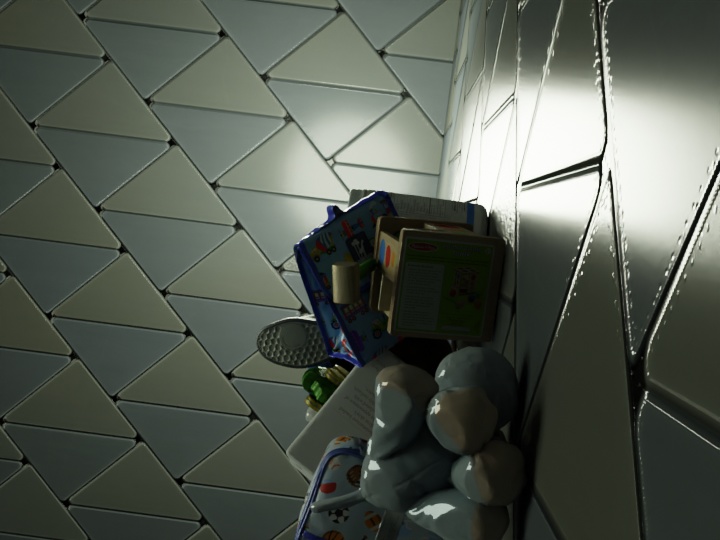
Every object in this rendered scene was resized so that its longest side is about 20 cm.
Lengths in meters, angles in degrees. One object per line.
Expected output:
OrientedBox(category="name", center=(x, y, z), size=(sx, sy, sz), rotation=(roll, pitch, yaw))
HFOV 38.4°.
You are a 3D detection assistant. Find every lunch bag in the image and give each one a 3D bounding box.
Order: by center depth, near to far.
OrientedBox(category="lunch bag", center=(0.032, 0.289, 1.182), size=(0.076, 0.200, 0.160), rotation=(-88, 18, -85))
OrientedBox(category="lunch bag", center=(0.000, 0.000, 1.365), size=(0.094, 0.150, 0.200), rotation=(12, 130, 58))

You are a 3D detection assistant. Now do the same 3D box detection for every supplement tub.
OrientedBox(category="supplement tub", center=(0.076, -0.043, 1.489), size=(0.132, 0.200, 0.132), rotation=(7, -90, -89))

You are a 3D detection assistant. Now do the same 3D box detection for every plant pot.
OrientedBox(category="plant pot", center=(0.052, 0.166, 1.698), size=(0.187, 0.200, 0.187), rotation=(23, 121, 45))

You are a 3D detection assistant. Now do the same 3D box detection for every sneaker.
OrientedBox(category="sneaker", center=(-0.044, 0.090, 1.533), size=(0.146, 0.202, 0.077), rotation=(-45, -53, -81))

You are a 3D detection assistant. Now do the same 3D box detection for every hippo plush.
OrientedBox(category="hippo plush", center=(0.089, 0.158, 0.916), size=(0.161, 0.159, 0.200), rotation=(-25, -35, -52))

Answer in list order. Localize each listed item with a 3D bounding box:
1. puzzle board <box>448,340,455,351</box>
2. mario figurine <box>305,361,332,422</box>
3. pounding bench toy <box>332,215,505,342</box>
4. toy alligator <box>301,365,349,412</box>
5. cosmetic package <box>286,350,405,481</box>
OrientedBox(category="puzzle board", center=(0.149, 0.187, 1.836), size=(0.151, 0.017, 0.200), rotation=(89, -172, -81))
OrientedBox(category="mario figurine", center=(-0.067, 0.198, 1.601), size=(0.106, 0.123, 0.200), rotation=(-40, 66, 40))
OrientedBox(category="pounding bench toy", center=(0.051, 0.003, 1.264), size=(0.156, 0.200, 0.124), rotation=(-137, 53, -74))
OrientedBox(category="toy alligator", center=(-0.048, 0.160, 1.488), size=(0.059, 0.054, 0.200), rotation=(-53, -9, 7))
OrientedBox(category="cosmetic package", center=(0.022, 0.236, 1.438), size=(0.200, 0.165, 0.165), rotation=(-49, -9, -12))
